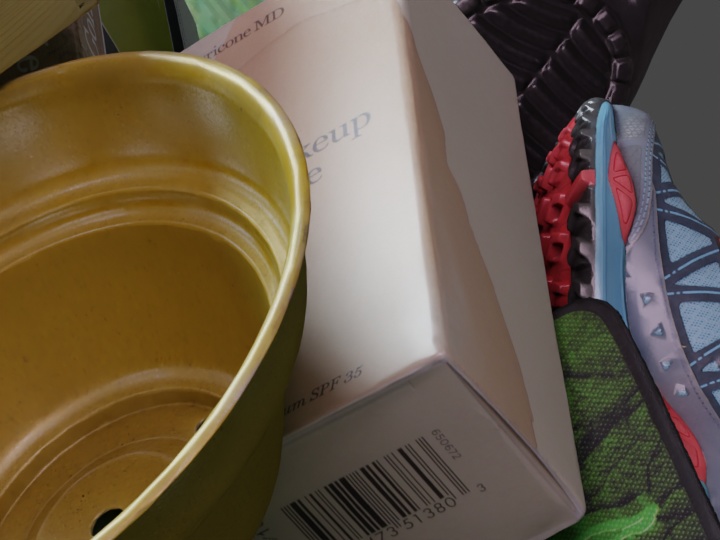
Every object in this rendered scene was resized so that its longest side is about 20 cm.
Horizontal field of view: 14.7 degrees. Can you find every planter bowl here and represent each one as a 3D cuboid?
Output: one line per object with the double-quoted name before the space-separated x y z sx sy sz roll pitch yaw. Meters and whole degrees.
"planter bowl" -0.082 0.044 0.716 0.200 0.084 0.201 -21 39 18

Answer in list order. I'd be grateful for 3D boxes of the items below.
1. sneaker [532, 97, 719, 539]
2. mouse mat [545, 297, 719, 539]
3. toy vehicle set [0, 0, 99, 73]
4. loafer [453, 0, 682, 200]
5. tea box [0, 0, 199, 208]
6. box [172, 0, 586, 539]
"sneaker" 0.102 0.036 0.875 0.095 0.079 0.201 6 54 -19
"mouse mat" 0.014 0.113 0.803 0.200 0.008 0.161 -34 49 13
"toy vehicle set" -0.175 -0.107 0.796 0.124 0.027 0.200 -36 57 -6
"loafer" 0.070 -0.087 0.969 0.073 0.071 0.200 41 82 -3
"tea box" -0.127 -0.047 0.909 0.133 0.197 0.201 -16 54 5
"box" 0.000 0.000 0.832 0.095 0.078 0.201 -29 37 18
